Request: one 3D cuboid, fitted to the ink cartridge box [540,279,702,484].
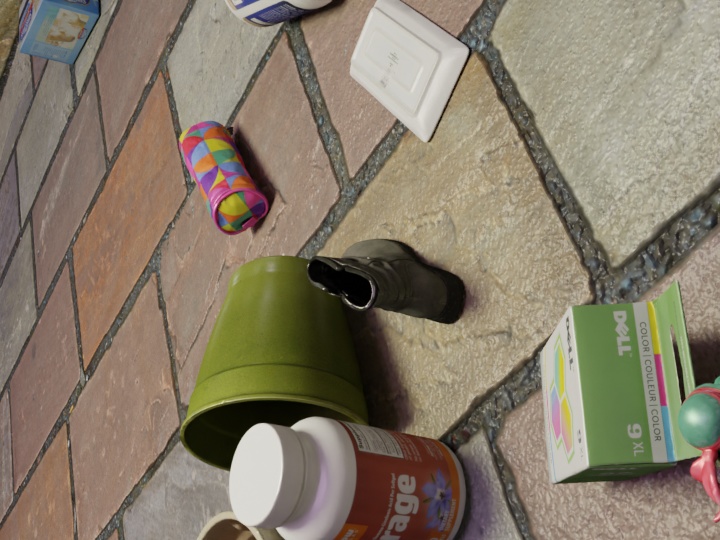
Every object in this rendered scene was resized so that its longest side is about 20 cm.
[{"bbox_3d":[0.166,0.084,0.606,0.200,0.059,0.105,80,-172,-73],"label":"ink cartridge box"}]

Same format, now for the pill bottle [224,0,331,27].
[{"bbox_3d":[-0.088,-0.382,1.137,0.199,0.115,0.117,6,87,56],"label":"pill bottle"}]

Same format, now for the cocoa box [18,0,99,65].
[{"bbox_3d":[-0.699,-0.596,2.077,0.200,0.132,0.132,-37,54,46],"label":"cocoa box"}]

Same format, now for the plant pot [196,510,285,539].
[{"bbox_3d":[-0.045,0.330,0.846,0.200,0.182,0.202,-19,66,53],"label":"plant pot"}]

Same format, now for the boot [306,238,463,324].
[{"bbox_3d":[0.000,0.000,0.902,0.200,0.130,0.068,22,100,56],"label":"boot"}]

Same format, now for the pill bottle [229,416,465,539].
[{"bbox_3d":[-0.011,0.194,0.803,0.112,0.199,0.113,-26,56,46],"label":"pill bottle"}]

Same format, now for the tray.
[{"bbox_3d":[0.042,-0.231,0.992,0.200,0.022,0.108,51,125,48],"label":"tray"}]

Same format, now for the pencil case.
[{"bbox_3d":[-0.195,-0.134,1.272,0.089,0.088,0.201,-61,37,27],"label":"pencil case"}]

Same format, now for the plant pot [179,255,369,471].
[{"bbox_3d":[-0.086,0.096,0.977,0.200,0.199,0.194,-40,39,44],"label":"plant pot"}]

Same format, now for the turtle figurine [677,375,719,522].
[{"bbox_3d":[0.232,0.073,0.477,0.101,0.199,0.151,-44,49,41],"label":"turtle figurine"}]
